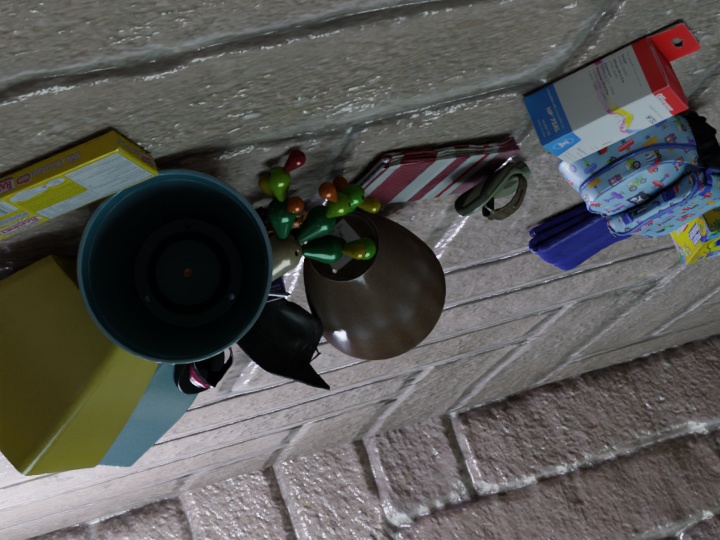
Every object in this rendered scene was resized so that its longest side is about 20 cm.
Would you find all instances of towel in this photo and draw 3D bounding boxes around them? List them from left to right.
[{"bbox_3d":[0.082,-0.119,1.755,0.200,0.023,0.144,-9,164,-29],"label":"towel"},{"bbox_3d":[0.354,-0.062,2.265,0.148,0.050,0.200,-31,162,16],"label":"towel"}]

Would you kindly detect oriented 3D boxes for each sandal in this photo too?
[{"bbox_3d":[-0.185,0.107,1.711,0.075,0.045,0.200,-41,162,-25],"label":"sandal"},{"bbox_3d":[0.184,-0.098,1.804,0.080,0.057,0.201,-35,174,27],"label":"sandal"}]

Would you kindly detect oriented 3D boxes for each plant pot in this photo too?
[{"bbox_3d":[-0.341,0.094,1.593,0.176,0.200,0.200,-46,168,5],"label":"plant pot"},{"bbox_3d":[-0.308,0.111,1.790,0.200,0.196,0.196,-38,162,11],"label":"plant pot"},{"bbox_3d":[-0.193,-0.002,1.533,0.200,0.200,0.188,-18,179,-2],"label":"plant pot"},{"bbox_3d":[0.000,0.000,1.802,0.187,0.187,0.200,-21,158,7],"label":"plant pot"}]

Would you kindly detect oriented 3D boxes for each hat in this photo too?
[{"bbox_3d":[-0.101,0.074,1.806,0.081,0.201,0.201,-55,158,6],"label":"hat"}]

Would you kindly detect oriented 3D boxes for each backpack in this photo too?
[{"bbox_3d":[0.370,-0.130,1.861,0.182,0.135,0.200,-30,159,33],"label":"backpack"}]

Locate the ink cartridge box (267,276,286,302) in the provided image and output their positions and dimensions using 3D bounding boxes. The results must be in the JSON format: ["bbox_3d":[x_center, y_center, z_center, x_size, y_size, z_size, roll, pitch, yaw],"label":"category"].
[{"bbox_3d":[-0.145,0.018,1.792,0.095,0.037,0.200,-15,-170,-3],"label":"ink cartridge box"}]

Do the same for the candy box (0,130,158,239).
[{"bbox_3d":[-0.309,-0.079,1.395,0.200,0.026,0.102,-21,168,9],"label":"candy box"}]

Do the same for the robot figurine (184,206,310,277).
[{"bbox_3d":[-0.150,-0.028,1.715,0.200,0.058,0.145,-17,168,-8],"label":"robot figurine"}]

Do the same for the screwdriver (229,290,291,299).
[{"bbox_3d":[-0.124,0.027,1.632,0.028,0.029,0.200,-41,-155,-23],"label":"screwdriver"}]

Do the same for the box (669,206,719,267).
[{"bbox_3d":[0.593,-0.115,2.215,0.192,0.122,0.200,-19,166,-3],"label":"box"}]

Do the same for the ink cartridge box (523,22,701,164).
[{"bbox_3d":[0.304,-0.203,1.636,0.200,0.067,0.116,-25,164,20],"label":"ink cartridge box"}]

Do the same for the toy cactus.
[{"bbox_3d":[-0.068,-0.052,1.631,0.165,0.102,0.200,-40,147,9],"label":"toy cactus"}]
